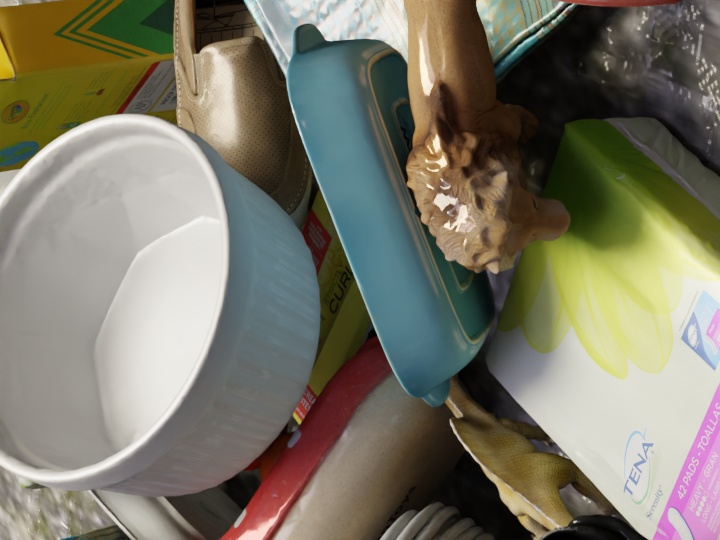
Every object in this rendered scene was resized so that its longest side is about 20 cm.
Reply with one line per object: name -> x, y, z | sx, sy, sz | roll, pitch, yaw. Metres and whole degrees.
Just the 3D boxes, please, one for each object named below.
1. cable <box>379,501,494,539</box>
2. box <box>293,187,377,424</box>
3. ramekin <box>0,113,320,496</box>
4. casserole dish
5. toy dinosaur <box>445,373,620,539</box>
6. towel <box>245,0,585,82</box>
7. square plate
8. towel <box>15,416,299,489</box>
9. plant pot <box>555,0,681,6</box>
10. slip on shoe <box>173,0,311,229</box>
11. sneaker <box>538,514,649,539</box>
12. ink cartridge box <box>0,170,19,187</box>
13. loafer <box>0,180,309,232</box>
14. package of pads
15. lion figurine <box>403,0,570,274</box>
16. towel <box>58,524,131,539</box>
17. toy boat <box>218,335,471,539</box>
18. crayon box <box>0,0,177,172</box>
cable -> 0.008, 0.221, 1.204 | 0.069, 0.200, 0.201 | 35, 127, 15
box -> 0.000, 0.000, 1.277 | 0.075, 0.050, 0.201 | 52, 138, 31
ramekin -> -0.113, 0.027, 1.191 | 0.199, 0.105, 0.202 | -14, 66, 34
casserole dish -> 0.020, -0.032, 1.097 | 0.039, 0.121, 0.201 | -19, 97, 17
toy dinosaur -> 0.087, 0.109, 1.131 | 0.058, 0.101, 0.200 | -49, 45, 9
towel -> 0.029, -0.150, 1.159 | 0.200, 0.022, 0.147 | -39, 68, 34
square plate -> -0.104, 0.158, 1.383 | 0.028, 0.200, 0.198 | -50, 49, 2
towel -> -0.136, 0.032, 1.339 | 0.048, 0.199, 0.172 | -42, 63, 52
plant pot -> 0.110, -0.231, 0.950 | 0.201, 0.200, 0.196 | 37, 136, 43
slip on shoe -> -0.072, -0.112, 1.289 | 0.061, 0.075, 0.201 | 79, -176, -62
sneaker -> 0.088, 0.142, 1.028 | 0.200, 0.076, 0.116 | 9, 145, 38
ink cartridge box -> -0.293, -0.048, 1.646 | 0.201, 0.085, 0.147 | 57, 140, 25
loafer -> -0.126, -0.037, 1.315 | 0.070, 0.199, 0.070 | -58, 41, 39
package of pads -> 0.153, 0.042, 1.061 | 0.200, 0.068, 0.155 | 48, 134, 37
lion figurine -> 0.045, -0.100, 1.046 | 0.072, 0.122, 0.201 | -15, 96, 15
towel -> -0.104, 0.197, 1.244 | 0.147, 0.200, 0.022 | 44, 95, 7
toy boat -> -0.038, 0.111, 1.237 | 0.130, 0.130, 0.201 | 36, 96, 23
crayon box -> -0.180, -0.115, 1.367 | 0.127, 0.199, 0.051 | -44, 64, 50
